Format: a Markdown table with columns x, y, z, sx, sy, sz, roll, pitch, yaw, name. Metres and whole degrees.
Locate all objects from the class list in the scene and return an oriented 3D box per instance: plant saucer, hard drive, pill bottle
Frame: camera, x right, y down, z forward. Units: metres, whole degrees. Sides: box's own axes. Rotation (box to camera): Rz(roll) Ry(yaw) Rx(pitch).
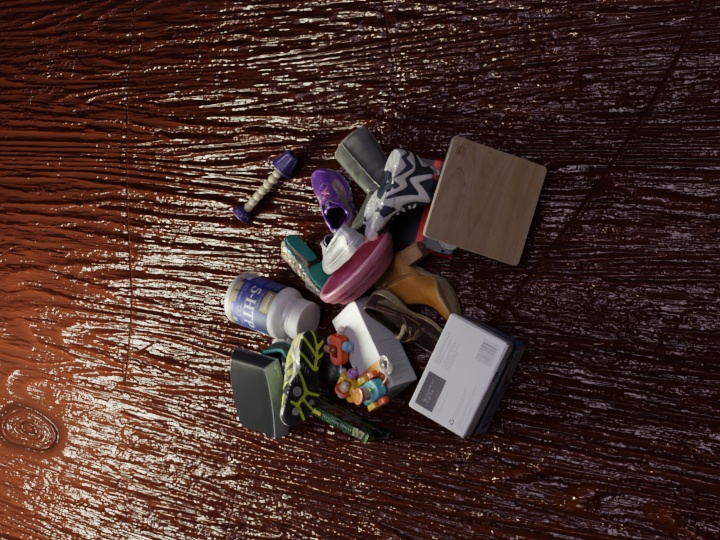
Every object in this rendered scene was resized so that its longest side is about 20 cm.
| x | y | z | sx | sy | sz | roll | pitch | yaw | name |
| --- | --- | --- | --- | --- | --- | --- | --- | --- | --- |
| 0.000 | 0.000 | 1.685 | 0.200 | 0.201 | 0.051 | -41 | 102 | 18 | plant saucer |
| -0.228 | 0.276 | 1.787 | 0.134 | 0.042 | 0.202 | 12 | 121 | 29 | hard drive |
| -0.195 | 0.087 | 1.803 | 0.199 | 0.119 | 0.121 | 17 | 91 | 29 | pill bottle |

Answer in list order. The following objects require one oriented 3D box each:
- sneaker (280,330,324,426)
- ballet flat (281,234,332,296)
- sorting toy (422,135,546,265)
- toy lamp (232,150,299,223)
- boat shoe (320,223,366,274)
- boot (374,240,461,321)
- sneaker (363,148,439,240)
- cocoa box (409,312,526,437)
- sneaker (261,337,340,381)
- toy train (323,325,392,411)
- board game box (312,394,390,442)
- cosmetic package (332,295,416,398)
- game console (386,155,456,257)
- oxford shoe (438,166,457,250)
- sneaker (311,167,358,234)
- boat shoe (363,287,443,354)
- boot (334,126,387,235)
| x | y | z | sx | sy | sz | roll | pitch | yaw | name |
| --- | --- | --- | --- | --- | --- | --- | --- | --- | --- |
| -0.127 | 0.228 | 1.686 | 0.076 | 0.075 | 0.202 | -17 | 54 | 58 | sneaker |
| -0.114 | 0.002 | 1.810 | 0.200 | 0.075 | 0.064 | 52 | 138 | 28 | ballet flat |
| 0.238 | -0.135 | 1.582 | 0.197 | 0.070 | 0.202 | 17 | 90 | -8 | sorting toy |
| -0.219 | -0.198 | 1.891 | 0.200 | 0.058 | 0.058 | -48 | 65 | 18 | toy lamp |
| -0.050 | -0.048 | 1.699 | 0.069 | 0.200 | 0.072 | 46 | 72 | -2 | boat shoe |
| 0.113 | 0.054 | 1.679 | 0.144 | 0.071 | 0.202 | -39 | 69 | 29 | boot |
| 0.093 | -0.138 | 1.625 | 0.080 | 0.129 | 0.201 | -123 | 52 | -62 | sneaker |
| 0.210 | 0.202 | 1.560 | 0.133 | 0.131 | 0.201 | 28 | 97 | 28 | cocoa box |
| -0.136 | 0.206 | 1.766 | 0.199 | 0.091 | 0.078 | 11 | 105 | 30 | sneaker |
| -0.017 | 0.207 | 1.641 | 0.199 | 0.055 | 0.152 | 20 | 115 | 51 | toy train |
| -0.042 | 0.310 | 1.699 | 0.199 | 0.105 | 0.024 | 22 | 91 | 28 | board game box |
| 0.027 | 0.164 | 1.680 | 0.101 | 0.071 | 0.201 | -47 | 61 | 44 | cosmetic package |
| 0.143 | -0.140 | 1.705 | 0.175 | 0.031 | 0.202 | 14 | 90 | 24 | game console |
| 0.188 | -0.143 | 1.638 | 0.075 | 0.058 | 0.202 | 8 | 89 | 23 | oxford shoe |
| -0.059 | -0.149 | 1.779 | 0.080 | 0.088 | 0.201 | -36 | 67 | 21 | sneaker |
| 0.093 | 0.120 | 1.636 | 0.200 | 0.072 | 0.072 | 39 | 134 | 2 | boat shoe |
| 0.001 | -0.190 | 1.732 | 0.182 | 0.073 | 0.200 | -42 | 66 | 3 | boot |
